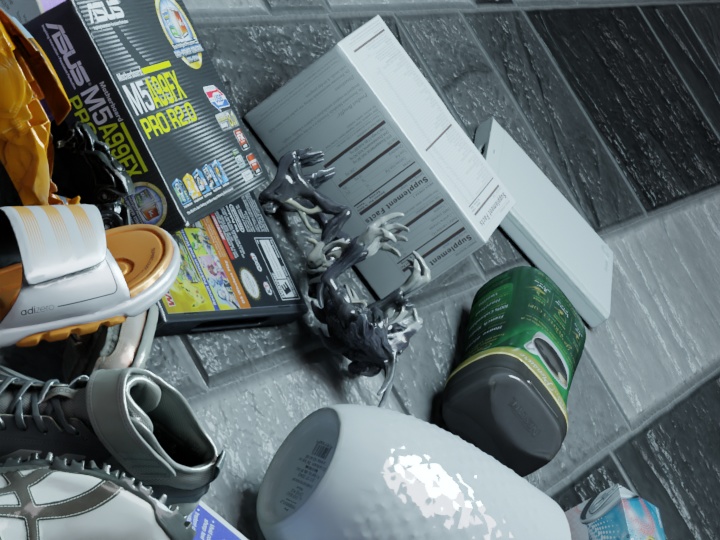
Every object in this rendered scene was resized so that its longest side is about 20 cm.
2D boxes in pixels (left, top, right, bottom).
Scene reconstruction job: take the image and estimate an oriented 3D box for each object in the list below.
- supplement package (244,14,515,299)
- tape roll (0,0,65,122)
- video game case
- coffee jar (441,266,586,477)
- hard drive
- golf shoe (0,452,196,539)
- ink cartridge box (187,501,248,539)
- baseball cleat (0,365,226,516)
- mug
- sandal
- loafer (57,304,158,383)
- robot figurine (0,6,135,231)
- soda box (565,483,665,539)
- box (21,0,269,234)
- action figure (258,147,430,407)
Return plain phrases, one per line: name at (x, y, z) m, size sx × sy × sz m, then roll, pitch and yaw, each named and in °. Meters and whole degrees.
supplement package at (0.019, -0.090, 1.470) m, size 0.200 × 0.109 × 0.114 m, roll 53°, pitch 27°, yaw -5°
tape roll at (-0.271, -0.164, 1.126) m, size 0.200 × 0.065 × 0.201 m, roll 40°, pitch 31°, yaw -31°
video game case at (-0.133, -0.050, 1.271) m, size 0.180 × 0.025 × 0.201 m, roll -2°, pitch 63°, yaw -60°
coffee jar at (0.130, 0.086, 1.486) m, size 0.104 × 0.085 × 0.200 m, roll 51°, pitch 26°, yaw -14°
hard drive at (0.183, -0.050, 1.790) m, size 0.200 × 0.026 × 0.132 m, roll 46°, pitch 29°, yaw -18°
golf shoe at (-0.184, 0.138, 0.887) m, size 0.199 × 0.078 × 0.095 m, roll 13°, pitch 54°, yaw -9°
ink cartridge box at (-0.121, 0.201, 0.996) m, size 0.200 × 0.047 × 0.198 m, roll 45°, pitch 28°, yaw -24°
baseball cleat at (-0.167, 0.071, 0.932) m, size 0.199 × 0.107 × 0.070 m, roll 20°, pitch 50°, yaw -16°
mug at (0.019, 0.164, 1.181) m, size 0.175 × 0.148 × 0.200 m, roll 35°, pitch 3°, yaw -23°
sandal at (-0.189, 0.003, 0.930) m, size 0.206 × 0.060 × 0.079 m, roll -19°, pitch 34°, yaw -26°
loafer at (-0.163, 0.026, 1.077) m, size 0.063 × 0.072 × 0.200 m, roll 28°, pitch 16°, yaw -15°
robot figurine at (-0.215, -0.063, 1.015) m, size 0.058 × 0.144 × 0.201 m, roll -109°, pitch 173°, yaw -78°
soda box at (0.219, 0.280, 1.435) m, size 0.063 × 0.068 × 0.201 m, roll 32°, pitch 37°, yaw -39°
box at (-0.138, -0.109, 1.190) m, size 0.161 × 0.044 × 0.200 m, roll 64°, pitch 16°, yaw -4°
action figure at (0.000, 0.000, 1.342) m, size 0.201 × 0.102 × 0.119 m, roll 62°, pitch -4°, yaw 20°
